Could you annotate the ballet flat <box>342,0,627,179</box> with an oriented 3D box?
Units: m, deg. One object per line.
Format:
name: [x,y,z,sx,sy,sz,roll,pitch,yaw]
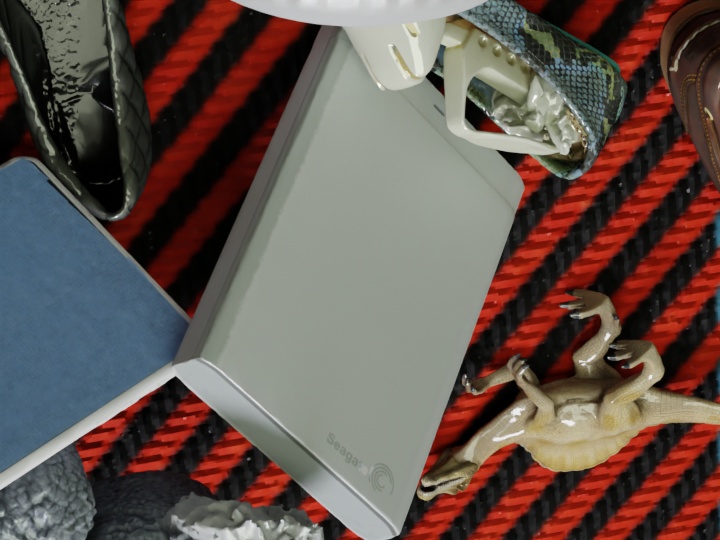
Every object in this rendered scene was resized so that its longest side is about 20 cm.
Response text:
ballet flat: [0.041,-0.100,1.177,0.199,0.074,0.074,27,106,-29]

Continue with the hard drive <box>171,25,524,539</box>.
hard drive: [0.000,0.000,1.173,0.026,0.201,0.132,-16,131,42]

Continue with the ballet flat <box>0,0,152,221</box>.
ballet flat: [-0.131,-0.114,1.141,0.066,0.057,0.201,-24,120,-5]

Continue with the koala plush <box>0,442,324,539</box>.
koala plush: [-0.119,0.130,1.147,0.199,0.184,0.178,24,125,3]

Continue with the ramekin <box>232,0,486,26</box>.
ramekin: [-0.004,-0.179,1.072,0.201,0.203,0.095,-5,128,-13]

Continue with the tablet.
tablet: [-0.176,0.038,1.094,0.200,0.130,0.014,-33,156,-29]

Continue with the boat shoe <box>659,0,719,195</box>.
boat shoe: [0.208,-0.039,1.268,0.070,0.070,0.200,-39,121,4]

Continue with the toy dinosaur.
toy dinosaur: [0.122,0.064,1.313,0.199,0.058,0.102,-8,133,-3]
